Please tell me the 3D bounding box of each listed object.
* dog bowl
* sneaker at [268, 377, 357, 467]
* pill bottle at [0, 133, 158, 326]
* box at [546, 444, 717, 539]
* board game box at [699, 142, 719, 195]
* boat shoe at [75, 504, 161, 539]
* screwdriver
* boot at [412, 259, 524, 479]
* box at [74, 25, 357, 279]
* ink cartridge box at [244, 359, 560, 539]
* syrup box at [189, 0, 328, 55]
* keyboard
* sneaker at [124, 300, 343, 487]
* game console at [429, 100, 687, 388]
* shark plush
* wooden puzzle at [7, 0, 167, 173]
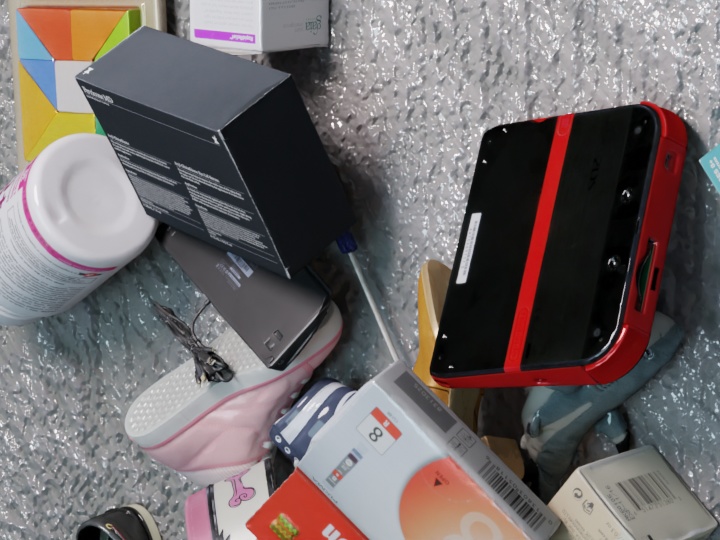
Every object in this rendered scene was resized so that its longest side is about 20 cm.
[{"bbox_3d":[-0.085,0.249,1.750,0.074,0.200,0.200,-11,90,-2],"label":"dog bowl"},{"bbox_3d":[-0.026,0.180,1.764,0.108,0.070,0.200,29,110,30],"label":"sneaker"},{"bbox_3d":[-0.256,-0.028,1.886,0.200,0.113,0.114,-33,76,54],"label":"pill bottle"},{"bbox_3d":[0.150,0.222,1.601,0.078,0.095,0.200,51,126,23],"label":"box"},{"bbox_3d":[0.326,-0.063,1.416,0.200,0.047,0.151,-42,70,39],"label":"board game box"},{"bbox_3d":[-0.182,0.299,1.938,0.074,0.063,0.202,-31,79,38],"label":"boat shoe"},{"bbox_3d":[0.000,0.000,1.732,0.200,0.028,0.029,66,160,15],"label":"screwdriver"},{"bbox_3d":[0.036,0.106,1.657,0.144,0.071,0.201,-36,54,31],"label":"boot"},{"bbox_3d":[-0.110,-0.093,1.721,0.200,0.079,0.141,24,149,48],"label":"box"},{"bbox_3d":[0.017,0.181,1.581,0.162,0.050,0.200,45,120,5],"label":"ink cartridge box"},{"bbox_3d":[-0.076,-0.265,1.716,0.081,0.079,0.200,11,106,40],"label":"syrup box"},{"bbox_3d":[-0.106,0.015,1.785,0.127,0.021,0.200,-47,47,5],"label":"keyboard"},{"bbox_3d":[-0.079,0.102,1.805,0.200,0.105,0.075,-33,32,16],"label":"sneaker"},{"bbox_3d":[0.134,-0.016,1.552,0.177,0.031,0.200,-7,62,46],"label":"game console"},{"bbox_3d":[0.155,0.107,1.595,0.083,0.091,0.200,22,110,4],"label":"shark plush"},{"bbox_3d":[-0.232,-0.153,1.907,0.200,0.037,0.185,7,103,41],"label":"wooden puzzle"}]
